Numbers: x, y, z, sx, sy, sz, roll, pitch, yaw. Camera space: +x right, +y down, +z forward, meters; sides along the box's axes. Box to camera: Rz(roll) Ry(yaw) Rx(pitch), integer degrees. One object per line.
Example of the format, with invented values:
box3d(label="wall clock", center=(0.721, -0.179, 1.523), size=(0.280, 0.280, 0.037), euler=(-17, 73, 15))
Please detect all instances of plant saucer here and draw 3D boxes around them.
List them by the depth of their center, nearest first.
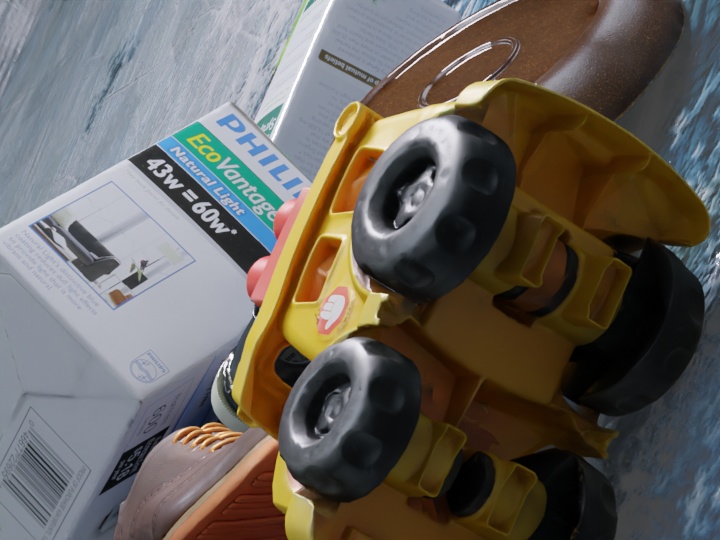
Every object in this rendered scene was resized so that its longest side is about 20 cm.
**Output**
box3d(label="plant saucer", center=(0.057, -0.081, 1.351), size=(0.200, 0.032, 0.200), euler=(-31, 19, 12))

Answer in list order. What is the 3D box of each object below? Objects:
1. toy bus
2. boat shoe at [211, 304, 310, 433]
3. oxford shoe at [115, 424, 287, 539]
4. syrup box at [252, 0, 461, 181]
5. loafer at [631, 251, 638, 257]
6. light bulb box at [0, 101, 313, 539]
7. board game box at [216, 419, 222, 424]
box3d(label="toy bus", center=(0.014, 0.032, 1.147), size=(0.192, 0.136, 0.200), euler=(6, 69, 54))
box3d(label="boat shoe", center=(-0.002, -0.001, 1.422), size=(0.199, 0.074, 0.066), euler=(-44, -16, -35))
box3d(label="oxford shoe", center=(-0.068, 0.098, 1.317), size=(0.200, 0.071, 0.073), euler=(-44, 54, 50))
box3d(label="syrup box", center=(-0.021, -0.075, 1.703), size=(0.200, 0.081, 0.079), euler=(-67, 13, -22))
box3d(label="loafer", center=(0.045, 0.036, 1.267), size=(0.200, 0.070, 0.070), euler=(-58, 14, 17))
box3d(label="light bulb box", center=(-0.124, 0.045, 1.560), size=(0.200, 0.125, 0.198), euler=(-33, -18, -43))
box3d(label="board game box", center=(-0.043, 0.115, 1.465), size=(0.200, 0.062, 0.200), euler=(-59, 14, 19))
